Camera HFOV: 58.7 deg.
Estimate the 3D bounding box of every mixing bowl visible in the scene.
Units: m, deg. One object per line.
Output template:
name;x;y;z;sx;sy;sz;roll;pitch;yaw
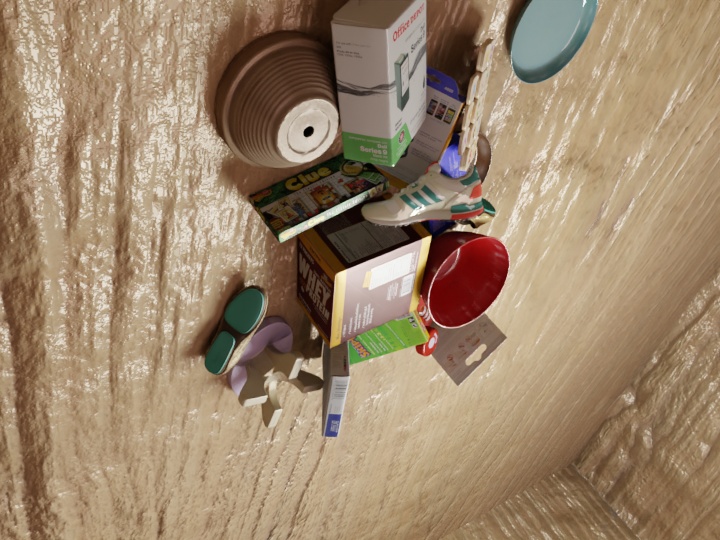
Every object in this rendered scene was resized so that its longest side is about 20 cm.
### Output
mixing bowl;0.184;-0.001;1.256;0.198;0.108;0.202;-18;129;-24

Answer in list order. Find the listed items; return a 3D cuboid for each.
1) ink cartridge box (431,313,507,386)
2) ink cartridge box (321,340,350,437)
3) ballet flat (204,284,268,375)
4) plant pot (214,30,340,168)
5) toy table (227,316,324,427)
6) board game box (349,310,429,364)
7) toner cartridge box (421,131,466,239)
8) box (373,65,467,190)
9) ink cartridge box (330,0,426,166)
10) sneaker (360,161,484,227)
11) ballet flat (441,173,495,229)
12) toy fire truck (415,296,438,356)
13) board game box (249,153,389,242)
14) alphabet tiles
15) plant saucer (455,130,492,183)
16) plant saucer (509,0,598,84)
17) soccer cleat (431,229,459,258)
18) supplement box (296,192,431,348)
ink cartridge box;0.228;0.146;1.485;0.160;0.200;0.047;-46;144;9
ink cartridge box;-0.051;0.193;1.280;0.043;0.201;0.198;4;133;-5
ballet flat;-0.218;0.101;1.153;0.201;0.070;0.065;-53;170;21
plant pot;-0.093;-0.216;0.892;0.199;0.093;0.202;-26;143;-22
toy table;-0.172;0.202;1.244;0.182;0.117;0.202;-14;136;-33
board game box;0.035;0.129;1.325;0.198;0.096;0.030;-21;-166;25
toner cartridge box;0.145;-0.154;1.166;0.094;0.043;0.201;-32;143;-11
box;0.087;-0.227;1.025;0.041;0.118;0.201;-45;161;-57
ink cartridge box;0.031;-0.272;0.887;0.201;0.083;0.147;84;28;-43
sneaker;0.096;-0.125;1.015;0.197;0.070;0.095;-4;107;5
ballet flat;0.178;-0.114;1.149;0.063;0.069;0.199;-41;146;23
toy fire truck;0.116;0.081;1.412;0.200;0.111;0.169;43;69;-54
board game box;-0.064;-0.123;1.007;0.199;0.105;0.024;-29;140;-18
alphabet tiles;0.191;-0.271;1.051;0.196;0.014;0.202;-54;154;-59
plant saucer;0.164;-0.183;1.218;0.199;0.035;0.202;-24;141;-21
plant saucer;0.333;-0.427;1.121;0.199;0.027;0.201;-25;143;-21
soccer cleat;0.154;-0.066;1.307;0.198;0.069;0.086;-8;135;-32
supplement box;0.000;0.000;1.173;0.198;0.133;0.199;-22;141;-25
